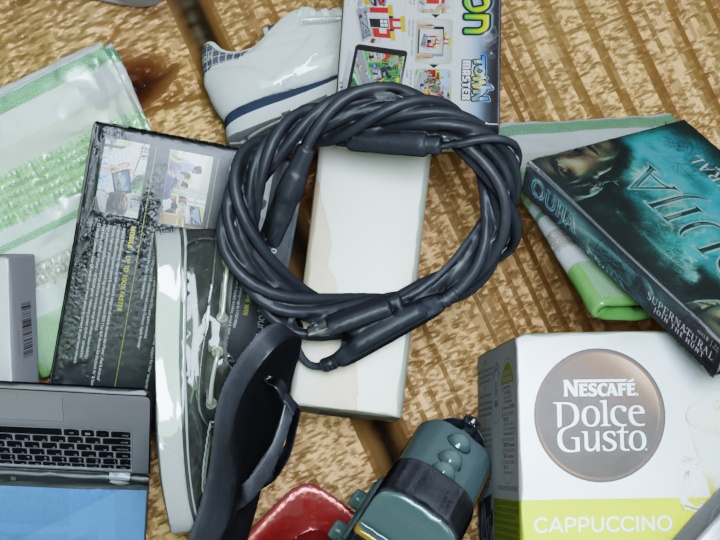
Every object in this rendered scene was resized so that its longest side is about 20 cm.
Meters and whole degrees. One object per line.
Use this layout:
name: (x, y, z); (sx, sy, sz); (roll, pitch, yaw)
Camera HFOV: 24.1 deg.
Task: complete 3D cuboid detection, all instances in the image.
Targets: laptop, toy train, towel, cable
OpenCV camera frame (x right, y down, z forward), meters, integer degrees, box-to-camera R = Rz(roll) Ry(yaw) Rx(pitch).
laptop: (-0.234, 0.166, 1.107); (0.186, 0.200, 0.117); (3, 60, -6)
toy train: (0.032, 0.161, 1.069); (0.085, 0.200, 0.114); (35, 111, 5)
towel: (-0.203, -0.043, 1.199); (0.148, 0.031, 0.201); (-25, 87, -3)
cable: (0.010, -0.039, 1.085); (0.199, 0.051, 0.164); (-30, 96, 4)
towel: (0.182, -0.036, 1.129); (0.148, 0.031, 0.201); (-5, 40, -16)

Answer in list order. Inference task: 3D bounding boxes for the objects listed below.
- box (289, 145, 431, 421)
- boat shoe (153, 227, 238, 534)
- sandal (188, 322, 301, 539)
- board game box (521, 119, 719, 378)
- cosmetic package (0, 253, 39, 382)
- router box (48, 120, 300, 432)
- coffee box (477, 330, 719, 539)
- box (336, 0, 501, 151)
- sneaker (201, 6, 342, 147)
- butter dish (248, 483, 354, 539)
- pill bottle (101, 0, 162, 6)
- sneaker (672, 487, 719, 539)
box: (0.000, 0.000, 1.165); (0.077, 0.095, 0.202); (7, 82, -1)
boat shoe: (-0.102, 0.073, 1.102); (0.063, 0.071, 0.202); (-1, 95, -7)
sandal: (-0.066, 0.123, 1.087); (0.043, 0.076, 0.201); (24, 116, 19)
board game box: (0.211, -0.019, 1.053); (0.135, 0.028, 0.200); (-15, 44, -28)
cosmetic package: (-0.324, 0.044, 1.141); (0.198, 0.085, 0.108); (-3, 92, 2)
router box: (-0.127, 0.010, 1.155); (0.148, 0.051, 0.201); (10, 94, -9)
coffee box: (0.186, 0.142, 1.100); (0.198, 0.200, 0.199); (0, 83, -3)
box: (0.042, -0.174, 1.149); (0.109, 0.035, 0.201); (3, 61, 2)
sneaker: (-0.014, -0.156, 1.196); (0.199, 0.076, 0.081); (-19, 74, -6)
butter dish: (-0.029, 0.272, 1.104); (0.199, 0.148, 0.200); (43, 83, 2)
pill bottle: (-0.166, -0.298, 1.184); (0.113, 0.114, 0.201); (14, 83, 0)
sneaker: (0.266, 0.144, 0.972); (0.200, 0.071, 0.099); (-45, 89, -2)
